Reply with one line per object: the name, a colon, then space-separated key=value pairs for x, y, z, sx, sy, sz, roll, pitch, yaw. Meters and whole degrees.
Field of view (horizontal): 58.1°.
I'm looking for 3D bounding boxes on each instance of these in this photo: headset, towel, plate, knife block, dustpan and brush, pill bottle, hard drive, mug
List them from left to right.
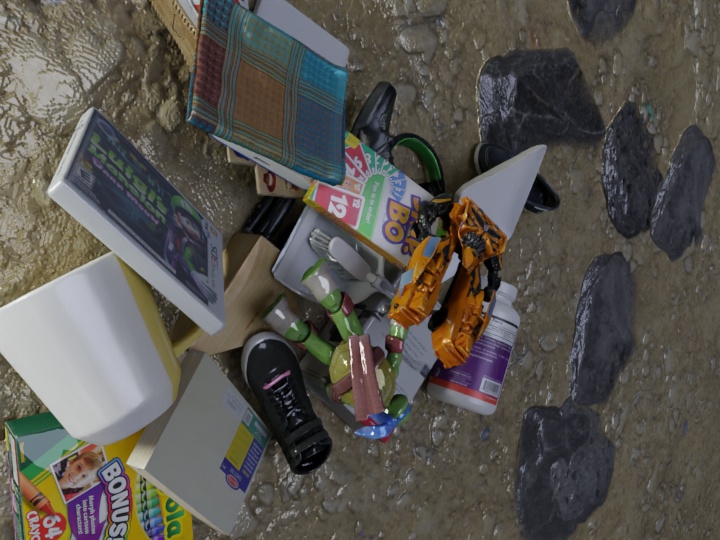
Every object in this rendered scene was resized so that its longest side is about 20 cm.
mug: x=-0.231 y=0.067 z=0.616 sx=0.185 sy=0.149 sz=0.155 roll=-29 pitch=100 yaw=-16
knife block: x=-0.135 y=-0.007 z=0.771 sx=0.198 sy=0.064 sz=0.178 roll=-13 pitch=103 yaw=-38
towel: x=-0.085 y=-0.183 z=0.672 sx=0.199 sy=0.022 sz=0.149 roll=18 pitch=69 yaw=-46
hard drive: x=-0.089 y=-0.214 z=0.767 sx=0.131 sy=0.025 sz=0.203 roll=27 pitch=64 yaw=-31
dustpan and brush: x=0.000 y=0.000 z=0.807 sx=0.200 sy=0.057 sz=0.141 roll=40 pitch=71 yaw=-40
headset: x=0.080 y=-0.097 z=0.918 sx=0.122 sy=0.093 sz=0.203 roll=7 pitch=80 yaw=-39
pill bottle: x=0.182 y=0.116 z=1.017 sx=0.112 sy=0.112 sz=0.203 roll=25 pitch=79 yaw=-39
plate: x=0.188 y=-0.088 z=0.995 sx=0.199 sy=0.032 sz=0.201 roll=-30 pitch=148 yaw=-31

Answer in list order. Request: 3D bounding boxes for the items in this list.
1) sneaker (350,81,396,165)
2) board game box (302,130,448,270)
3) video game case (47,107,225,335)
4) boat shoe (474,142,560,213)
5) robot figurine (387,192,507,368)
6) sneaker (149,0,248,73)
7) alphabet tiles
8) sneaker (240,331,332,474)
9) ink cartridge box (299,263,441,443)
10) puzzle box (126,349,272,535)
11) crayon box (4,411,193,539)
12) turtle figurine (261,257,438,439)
sneaker: x=0.031 y=-0.136 z=0.843 sx=0.113 sy=0.076 sz=0.202 roll=18 pitch=93 yaw=5
board game box: x=0.035 y=-0.069 z=0.780 sx=0.199 sy=0.030 sz=0.096 roll=34 pitch=74 yaw=-22
video game case: x=-0.207 y=-0.052 z=0.643 sx=0.023 sy=0.183 sz=0.200 roll=-35 pitch=123 yaw=10
boat shoe: x=0.264 y=-0.151 z=1.084 sx=0.199 sy=0.061 sz=0.076 roll=34 pitch=75 yaw=-37
robot figurine: x=0.110 y=0.001 z=0.742 sx=0.145 sy=0.058 sz=0.201 roll=41 pitch=54 yaw=-19
sneaker: x=-0.139 y=-0.257 z=0.693 sx=0.112 sy=0.071 sz=0.202 roll=-28 pitch=87 yaw=-29
alphabet tiles: x=-0.091 y=-0.185 z=0.782 sx=0.166 sy=0.008 sz=0.203 roll=0 pitch=78 yaw=-40
sneaker: x=-0.081 y=0.164 z=0.777 sx=0.070 sy=0.099 sz=0.202 roll=-28 pitch=131 yaw=-19
ink cartridge box: x=0.025 y=0.109 z=0.904 sx=0.145 sy=0.083 sz=0.201 roll=48 pitch=66 yaw=-32
puzzle box: x=-0.169 y=0.198 z=0.728 sx=0.201 sy=0.025 sz=0.134 roll=68 pitch=36 yaw=-47
crayon box: x=-0.271 y=0.243 z=0.691 sx=0.171 sy=0.058 sz=0.203 roll=-8 pitch=101 yaw=-39
turtle figurine: x=-0.008 y=0.079 z=0.757 sx=0.194 sy=0.143 sz=0.200 roll=47 pitch=49 yaw=-10
